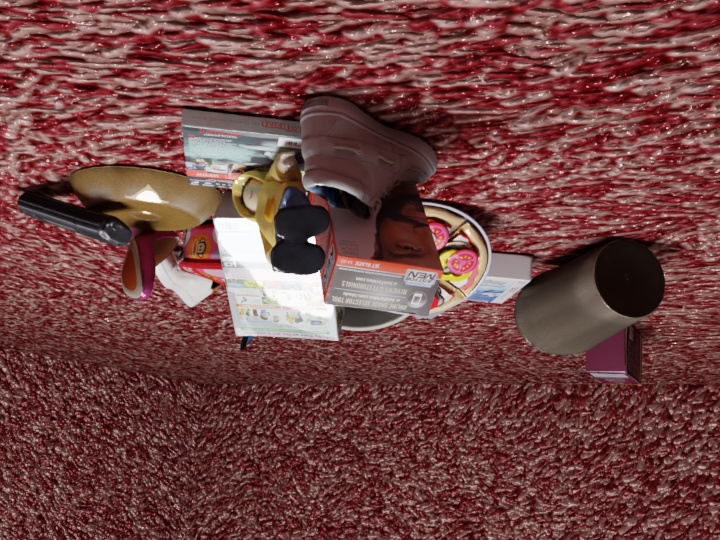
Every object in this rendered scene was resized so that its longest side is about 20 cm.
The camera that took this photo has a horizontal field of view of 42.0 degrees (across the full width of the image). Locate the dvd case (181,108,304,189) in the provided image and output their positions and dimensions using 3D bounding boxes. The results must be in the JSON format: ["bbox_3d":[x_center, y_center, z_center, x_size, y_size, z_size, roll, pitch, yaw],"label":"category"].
[{"bbox_3d":[-0.121,-0.124,1.027,0.144,0.022,0.200,5,169,-7],"label":"dvd case"}]

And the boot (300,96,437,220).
[{"bbox_3d":[0.008,-0.095,0.943,0.073,0.097,0.199,-7,164,39],"label":"boot"}]

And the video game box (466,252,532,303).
[{"bbox_3d":[0.155,0.008,1.491,0.197,0.048,0.182,5,165,-4],"label":"video game box"}]

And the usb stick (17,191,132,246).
[{"bbox_3d":[-0.370,-0.067,1.205,0.198,0.033,0.055,15,169,37],"label":"usb stick"}]

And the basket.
[{"bbox_3d":[0.346,0.037,1.374,0.178,0.138,0.200,-10,167,-18],"label":"basket"}]

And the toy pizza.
[{"bbox_3d":[0.075,-0.007,1.237,0.197,0.032,0.202,0,133,0],"label":"toy pizza"}]

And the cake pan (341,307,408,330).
[{"bbox_3d":[0.000,0.000,1.290,0.197,0.037,0.202,-1,131,-1],"label":"cake pan"}]

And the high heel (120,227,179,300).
[{"bbox_3d":[-0.277,-0.017,1.280,0.095,0.068,0.201,15,-152,-28],"label":"high heel"}]

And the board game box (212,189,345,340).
[{"bbox_3d":[-0.100,-0.004,1.220,0.145,0.065,0.202,3,129,8],"label":"board game box"}]

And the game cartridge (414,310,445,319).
[{"bbox_3d":[0.055,0.004,1.372,0.198,0.042,0.133,27,142,-22],"label":"game cartridge"}]

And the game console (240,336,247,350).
[{"bbox_3d":[-0.135,0.091,1.778,0.173,0.118,0.200,6,168,-8],"label":"game console"}]

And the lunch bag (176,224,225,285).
[{"bbox_3d":[-0.176,-0.016,1.411,0.174,0.083,0.199,2,168,29],"label":"lunch bag"}]

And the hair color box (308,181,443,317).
[{"bbox_3d":[0.011,-0.042,0.978,0.109,0.201,0.065,8,125,-14],"label":"hair color box"}]

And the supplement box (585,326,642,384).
[{"bbox_3d":[0.535,0.173,1.970,0.085,0.112,0.200,-2,166,25],"label":"supplement box"}]

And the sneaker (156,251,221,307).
[{"bbox_3d":[-0.286,-0.009,1.537,0.084,0.073,0.200,-28,158,1],"label":"sneaker"}]

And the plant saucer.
[{"bbox_3d":[-0.276,-0.086,1.210,0.197,0.036,0.200,4,167,1],"label":"plant saucer"}]

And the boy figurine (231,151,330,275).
[{"bbox_3d":[-0.086,-0.067,0.981,0.064,0.126,0.200,0,-159,-22],"label":"boy figurine"}]
